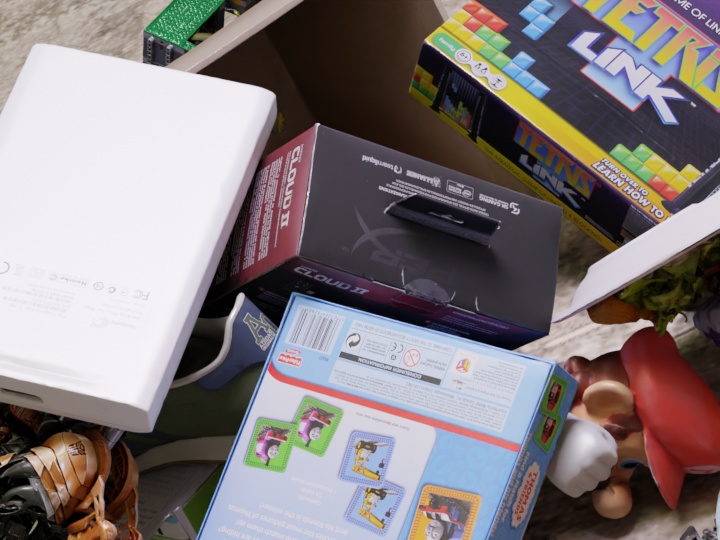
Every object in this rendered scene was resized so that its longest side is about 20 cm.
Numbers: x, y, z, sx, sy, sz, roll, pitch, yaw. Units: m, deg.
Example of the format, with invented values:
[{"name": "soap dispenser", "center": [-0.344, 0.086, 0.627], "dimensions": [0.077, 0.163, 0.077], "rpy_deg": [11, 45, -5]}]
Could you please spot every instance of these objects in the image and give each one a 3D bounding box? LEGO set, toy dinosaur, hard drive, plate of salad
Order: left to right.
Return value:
[{"name": "toy dinosaur", "center": [-0.156, 0.102, 1.301], "dimensions": [0.136, 0.102, 0.200], "rpy_deg": [-33, 39, 19]}, {"name": "hard drive", "center": [-0.133, -0.020, 1.325], "dimensions": [0.132, 0.026, 0.200], "rpy_deg": [12, 54, 11]}, {"name": "LEGO set", "center": [-0.060, -0.135, 1.826], "dimensions": [0.153, 0.116, 0.200], "rpy_deg": [19, 47, 12]}, {"name": "plate of salad", "center": [0.184, -0.018, 1.324], "dimensions": [0.200, 0.048, 0.200], "rpy_deg": [-31, -3, -2]}]

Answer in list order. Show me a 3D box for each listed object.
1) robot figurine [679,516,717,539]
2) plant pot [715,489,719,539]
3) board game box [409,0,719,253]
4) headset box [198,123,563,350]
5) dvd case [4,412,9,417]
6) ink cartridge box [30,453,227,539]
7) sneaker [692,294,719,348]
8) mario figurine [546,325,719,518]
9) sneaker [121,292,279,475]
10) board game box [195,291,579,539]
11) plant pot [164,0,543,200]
[{"name": "robot figurine", "center": [0.171, 0.155, 1.183], "dimensions": [0.145, 0.058, 0.200], "rpy_deg": [12, 45, 44]}, {"name": "plant pot", "center": [0.255, 0.130, 1.076], "dimensions": [0.200, 0.135, 0.200], "rpy_deg": [-16, 31, 10]}, {"name": "board game box", "center": [0.156, -0.100, 1.505], "dimensions": [0.200, 0.057, 0.165], "rpy_deg": [39, 61, 14]}, {"name": "headset box", "center": [0.000, 0.000, 1.395], "dimensions": [0.200, 0.148, 0.075], "rpy_deg": [-28, 49, 58]}, {"name": "dvd case", "center": [-0.179, 0.020, 1.461], "dimensions": [0.025, 0.200, 0.150], "rpy_deg": [20, 38, 10]}, {"name": "ink cartridge box", "center": [-0.132, 0.143, 1.419], "dimensions": [0.148, 0.076, 0.200], "rpy_deg": [7, 45, 43]}, {"name": "sneaker", "center": [0.240, 0.028, 1.328], "dimensions": [0.080, 0.089, 0.200], "rpy_deg": [-38, 9, -23]}, {"name": "mario figurine", "center": [0.083, 0.088, 1.329], "dimensions": [0.199, 0.106, 0.124], "rpy_deg": [2, 37, 16]}, {"name": "sneaker", "center": [-0.118, 0.058, 1.374], "dimensions": [0.200, 0.090, 0.067], "rpy_deg": [-11, 35, 25]}, {"name": "board game box", "center": [-0.001, 0.122, 1.264], "dimensions": [0.151, 0.037, 0.200], "rpy_deg": [15, 76, 32]}, {"name": "plant pot", "center": [-0.047, -0.063, 1.587], "dimensions": [0.200, 0.200, 0.177], "rpy_deg": [-36, 20, -20]}]
